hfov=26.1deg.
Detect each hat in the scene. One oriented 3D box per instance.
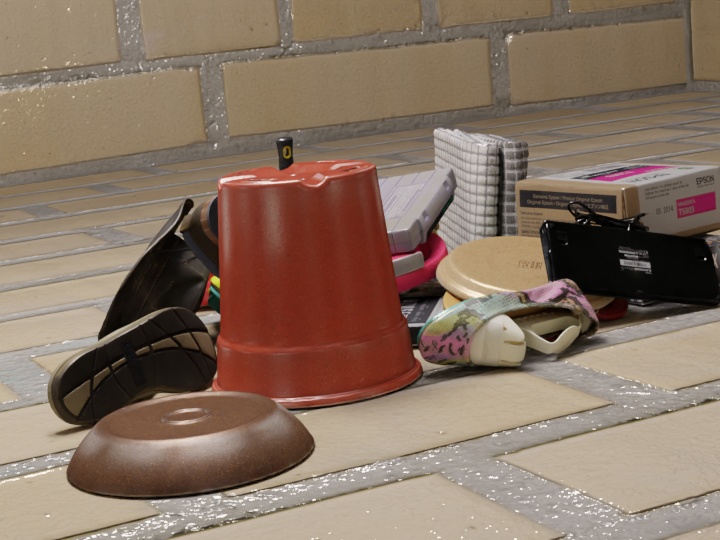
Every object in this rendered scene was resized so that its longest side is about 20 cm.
[{"bbox_3d":[-0.206,0.027,1.644,0.080,0.202,0.201,33,10,-3],"label":"hat"}]

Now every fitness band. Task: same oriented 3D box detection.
[{"bbox_3d":[0.000,0.000,1.680,0.198,0.038,0.144,-16,14,-14],"label":"fitness band"}]

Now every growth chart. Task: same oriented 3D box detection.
[{"bbox_3d":[0.106,0.012,1.757,0.198,0.018,0.144,-9,0,-23],"label":"growth chart"}]

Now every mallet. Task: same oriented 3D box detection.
[{"bbox_3d":[-0.068,-0.049,1.739,0.065,0.203,0.041,-2,15,-19],"label":"mallet"}]

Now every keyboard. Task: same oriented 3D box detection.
[{"bbox_3d":[0.272,-0.011,1.595,0.197,0.105,0.040,7,-28,-20],"label":"keyboard"}]

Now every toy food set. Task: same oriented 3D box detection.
[{"bbox_3d":[0.176,0.016,1.616,0.195,0.049,0.200,1,21,-6],"label":"toy food set"}]

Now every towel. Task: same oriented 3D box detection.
[{"bbox_3d":[0.153,-0.088,1.934,0.084,0.168,0.200,-4,10,-11],"label":"towel"}]

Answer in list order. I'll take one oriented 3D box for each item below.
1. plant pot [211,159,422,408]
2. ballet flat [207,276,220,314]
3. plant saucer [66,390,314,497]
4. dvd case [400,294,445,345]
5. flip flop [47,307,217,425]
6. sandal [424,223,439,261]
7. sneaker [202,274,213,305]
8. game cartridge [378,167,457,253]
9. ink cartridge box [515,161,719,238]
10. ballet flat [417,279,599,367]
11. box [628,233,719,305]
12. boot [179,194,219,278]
[{"bbox_3d":[-0.049,0.005,1.429,0.198,0.198,0.201,-5,10,1],"label":"plant pot"},{"bbox_3d":[-0.127,0.017,1.670,0.067,0.067,0.200,-51,7,-8],"label":"ballet flat"},{"bbox_3d":[-0.136,0.131,1.234,0.197,0.037,0.201,-6,11,1],"label":"plant saucer"},{"bbox_3d":[-0.006,0.055,1.618,0.197,0.025,0.150,-4,10,11],"label":"dvd case"},{"bbox_3d":[-0.211,0.090,1.422,0.057,0.082,0.199,-16,6,44],"label":"flip flop"},{"bbox_3d":[0.058,-0.056,1.850,0.076,0.071,0.212,-4,-14,7],"label":"sandal"},{"bbox_3d":[-0.136,0.005,1.818,0.198,0.080,0.115,-11,10,-21],"label":"sneaker"},{"bbox_3d":[0.028,-0.060,1.724,0.128,0.039,0.200,-4,21,20],"label":"game cartridge"},{"bbox_3d":[0.299,-0.075,1.748,0.198,0.076,0.164,-12,11,-40],"label":"ink cartridge box"},{"bbox_3d":[0.147,0.056,1.450,0.198,0.070,0.071,-13,39,-35],"label":"ballet flat"},{"bbox_3d":[0.307,-0.010,1.745,0.156,0.051,0.199,-11,12,-31],"label":"box"},{"bbox_3d":[-0.091,-0.011,1.567,0.199,0.075,0.097,37,-23,-24],"label":"boot"}]
